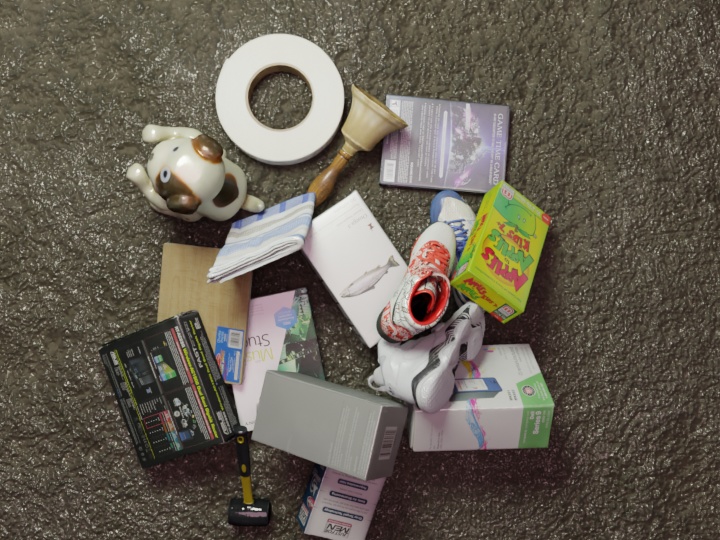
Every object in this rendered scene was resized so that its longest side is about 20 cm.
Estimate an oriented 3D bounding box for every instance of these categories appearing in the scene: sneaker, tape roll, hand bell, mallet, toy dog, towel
[{"bbox_3d":[0.099,0.006,0.984,0.067,0.108,0.202,36,66,-10],"label":"sneaker"},{"bbox_3d":[-0.125,-0.267,1.130,0.202,0.037,0.204,0,89,-2],"label":"tape roll"},{"bbox_3d":[0.095,0.108,1.023,0.115,0.075,0.200,9,45,33],"label":"sneaker"},{"bbox_3d":[-0.027,-0.172,1.110,0.104,0.104,0.200,37,104,-1],"label":"hand bell"},{"bbox_3d":[0.163,-0.031,1.108,0.075,0.088,0.201,-18,88,-1],"label":"sneaker"},{"bbox_3d":[-0.179,0.305,1.065,0.066,0.041,0.201,-5,123,4],"label":"mallet"},{"bbox_3d":[-0.241,-0.127,1.040,0.194,0.200,0.140,35,88,0],"label":"toy dog"},{"bbox_3d":[-0.137,-0.053,1.035,0.146,0.200,0.024,-21,113,12],"label":"towel"}]

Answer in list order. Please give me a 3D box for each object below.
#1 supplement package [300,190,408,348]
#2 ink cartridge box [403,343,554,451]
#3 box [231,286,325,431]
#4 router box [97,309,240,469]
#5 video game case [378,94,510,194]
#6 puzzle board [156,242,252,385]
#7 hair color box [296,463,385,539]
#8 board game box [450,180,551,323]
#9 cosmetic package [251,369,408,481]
[{"bbox_3d":[0.000,0.000,1.086,0.117,0.117,0.200,-35,90,-5],"label":"supplement package"},{"bbox_3d":[0.166,0.186,1.065,0.199,0.146,0.088,-3,121,-1],"label":"ink cartridge box"},{"bbox_3d":[-0.133,0.137,1.119,0.144,0.036,0.201,-12,90,-2],"label":"box"},{"bbox_3d":[-0.283,0.177,1.078,0.149,0.062,0.201,-20,90,18],"label":"router box"},{"bbox_3d":[0.134,-0.199,1.146,0.199,0.019,0.144,5,88,-3],"label":"video game case"},{"bbox_3d":[-0.238,0.065,1.101,0.150,0.017,0.201,7,94,15],"label":"puzzle board"},{"bbox_3d":[-0.016,0.302,1.095,0.100,0.060,0.201,20,87,-18],"label":"hair color box"},{"bbox_3d":[0.211,-0.031,1.068,0.101,0.048,0.200,36,50,-11],"label":"board game box"},{"bbox_3d":[-0.047,0.214,1.019,0.199,0.090,0.107,13,88,32],"label":"cosmetic package"}]
